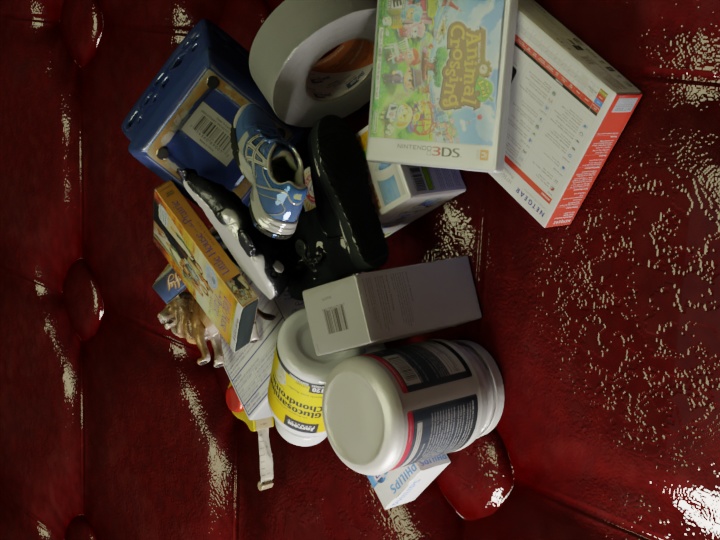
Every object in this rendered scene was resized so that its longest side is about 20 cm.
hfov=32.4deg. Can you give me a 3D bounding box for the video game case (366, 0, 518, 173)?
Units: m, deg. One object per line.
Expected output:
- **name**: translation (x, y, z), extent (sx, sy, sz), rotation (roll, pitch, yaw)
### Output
- **video game case**: translation (0.091, -0.220, 1.427), extent (0.180, 0.022, 0.203), rotation (8, 97, 34)

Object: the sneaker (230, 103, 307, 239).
- **sneaker**: translation (-0.103, -0.134, 1.500), extent (0.077, 0.075, 0.202), rotation (-54, 44, 38)

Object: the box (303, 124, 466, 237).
- **box**: translation (0.021, -0.111, 1.581), extent (0.199, 0.100, 0.114), rotation (-30, 75, 47)

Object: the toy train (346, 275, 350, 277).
- **toy train**: translation (0.000, 0.000, 1.679), extent (0.046, 0.034, 0.202), rotation (-28, 74, 34)

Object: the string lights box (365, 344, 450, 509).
- **string lights box**: translation (0.028, 0.203, 1.657), extent (0.103, 0.058, 0.201), rotation (-52, 59, 40)

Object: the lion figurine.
- **lion figurine**: translation (-0.200, 0.057, 1.745), extent (0.199, 0.072, 0.124), rotation (-30, 65, 33)

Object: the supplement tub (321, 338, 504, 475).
- **supplement tub**: translation (0.065, 0.160, 1.501), extent (0.139, 0.198, 0.143), rotation (10, 104, 47)

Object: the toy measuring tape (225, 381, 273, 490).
- **toy measuring tape**: translation (-0.166, 0.229, 1.879), extent (0.073, 0.073, 0.203), rotation (0, 96, 48)

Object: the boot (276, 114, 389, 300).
- **boot**: translation (-0.060, -0.073, 1.544), extent (0.167, 0.076, 0.203), rotation (-19, 90, 45)

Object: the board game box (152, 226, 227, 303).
- **board game box**: translation (-0.202, -0.042, 1.764), extent (0.199, 0.136, 0.035), rotation (-39, 100, 9)

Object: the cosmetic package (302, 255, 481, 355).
- **cosmetic package**: translation (0.041, 0.043, 1.510), extent (0.107, 0.198, 0.086), rotation (-17, 85, 45)

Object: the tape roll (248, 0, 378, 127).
- **tape roll**: translation (-0.038, -0.273, 1.549), extent (0.067, 0.199, 0.201), rotation (57, 133, 25)

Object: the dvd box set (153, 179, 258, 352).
- **dvd box set**: translation (-0.206, -0.003, 1.618), extent (0.201, 0.029, 0.147), rotation (52, 157, 15)

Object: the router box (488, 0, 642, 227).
- **router box**: translation (0.199, -0.182, 1.405), extent (0.200, 0.048, 0.181), rotation (49, 130, 32)

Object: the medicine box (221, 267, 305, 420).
- **medicine box**: translation (-0.123, 0.077, 1.777), extent (0.182, 0.102, 0.202), rotation (-49, 60, 41)

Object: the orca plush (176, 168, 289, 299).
- **orca plush**: translation (-0.144, -0.062, 1.545), extent (0.200, 0.071, 0.106), rotation (46, 159, 20)

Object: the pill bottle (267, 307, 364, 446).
- **pill bottle**: translation (-0.062, 0.145, 1.603), extent (0.113, 0.111, 0.201), rotation (55, 153, 27)

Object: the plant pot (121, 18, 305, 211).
- **plant pot**: translation (-0.193, -0.190, 1.658), extent (0.200, 0.199, 0.180), rotation (-49, 18, 9)
